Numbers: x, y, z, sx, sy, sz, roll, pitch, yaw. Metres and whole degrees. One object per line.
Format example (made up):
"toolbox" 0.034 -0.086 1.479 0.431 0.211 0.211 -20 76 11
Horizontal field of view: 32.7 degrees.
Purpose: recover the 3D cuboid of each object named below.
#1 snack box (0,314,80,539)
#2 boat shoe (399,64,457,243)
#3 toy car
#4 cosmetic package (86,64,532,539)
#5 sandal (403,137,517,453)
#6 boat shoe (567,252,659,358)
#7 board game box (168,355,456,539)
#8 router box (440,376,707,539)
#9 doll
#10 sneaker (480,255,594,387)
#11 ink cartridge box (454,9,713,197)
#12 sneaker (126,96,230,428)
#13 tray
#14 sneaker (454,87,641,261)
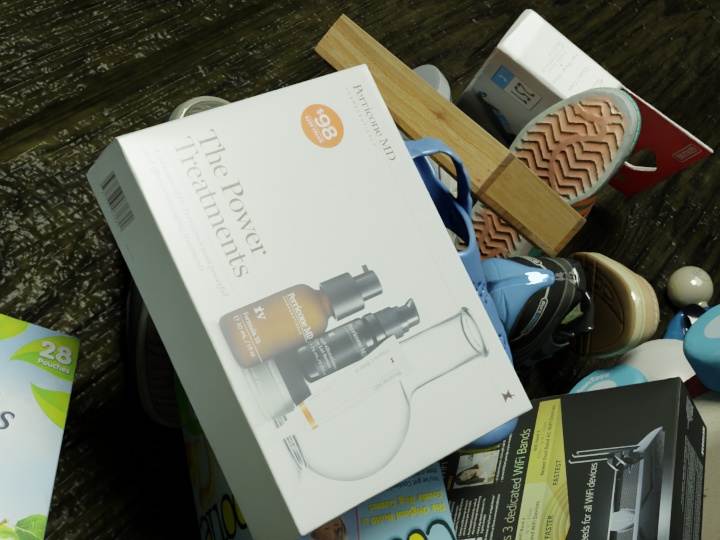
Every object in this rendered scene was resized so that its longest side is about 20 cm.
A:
"snack box" -0.249 0.083 0.583 0.200 0.068 0.169 22 44 -22
"boat shoe" 0.052 -0.084 0.976 0.070 0.071 0.200 49 28 -34
"toy car" 0.241 0.098 0.874 0.184 0.177 0.200 54 15 -20
"cosmetic package" -0.022 0.011 0.604 0.151 0.052 0.200 -23 85 -36
"sandal" 0.040 0.006 0.697 0.079 0.087 0.200 -14 75 -22
"boat shoe" 0.174 0.023 0.873 0.064 0.200 0.071 3 93 -9
"board game box" -0.031 0.086 0.664 0.105 0.103 0.200 -4 75 -30
"router box" 0.109 0.161 0.697 0.052 0.157 0.200 55 37 -33
"doll" 0.318 0.078 1.031 0.136 0.048 0.200 -4 50 -28
"sneaker" 0.114 0.041 0.822 0.083 0.200 0.071 -9 71 0
"ink cartridge box" 0.169 -0.114 0.996 0.176 0.200 0.045 38 81 0
"sneaker" -0.114 0.000 0.768 0.075 0.106 0.200 12 77 -29
"tray" 0.055 -0.091 0.810 0.099 0.037 0.200 33 10 -46
"sneaker" 0.147 -0.068 0.918 0.080 0.200 0.071 -26 73 -45
